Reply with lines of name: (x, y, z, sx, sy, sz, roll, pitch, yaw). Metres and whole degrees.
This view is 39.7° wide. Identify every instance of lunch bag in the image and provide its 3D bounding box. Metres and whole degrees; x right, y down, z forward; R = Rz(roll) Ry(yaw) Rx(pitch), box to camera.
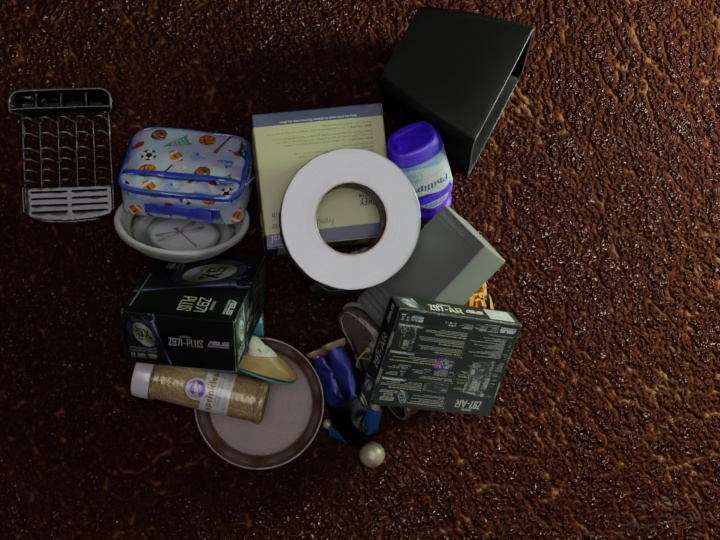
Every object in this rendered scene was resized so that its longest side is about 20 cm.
lunch bag: (-0.255, -0.140, 1.497, 0.199, 0.076, 0.161, 5, 44, 1)

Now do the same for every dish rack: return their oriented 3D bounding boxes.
dish rack: (-0.451, -0.174, 1.525, 0.153, 0.055, 0.201, -3, 87, -6)

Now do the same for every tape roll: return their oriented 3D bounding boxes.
tape roll: (-0.017, -0.072, 1.428, 0.199, 0.066, 0.201, 0, 89, -6)

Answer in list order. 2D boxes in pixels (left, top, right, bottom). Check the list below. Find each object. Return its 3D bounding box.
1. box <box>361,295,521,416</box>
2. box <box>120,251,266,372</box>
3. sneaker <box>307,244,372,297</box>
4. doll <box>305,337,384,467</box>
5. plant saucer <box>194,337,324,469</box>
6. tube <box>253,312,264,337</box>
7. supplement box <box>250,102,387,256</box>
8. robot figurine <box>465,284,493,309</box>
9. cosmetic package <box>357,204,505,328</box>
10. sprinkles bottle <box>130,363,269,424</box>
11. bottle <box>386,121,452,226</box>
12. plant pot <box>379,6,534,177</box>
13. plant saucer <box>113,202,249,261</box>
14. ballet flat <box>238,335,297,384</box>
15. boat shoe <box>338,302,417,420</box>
box: (0.119, 0.128, 1.461, 0.199, 0.044, 0.161, 8, 113, -20)
box: (-0.235, 0.052, 1.444, 0.163, 0.200, 0.086, 5, 118, 6)
sneaker: (0.000, 0.000, 1.562, 0.199, 0.090, 0.067, -11, 81, -33)
doll: (-0.014, 0.207, 1.530, 0.048, 0.136, 0.201, -15, 81, -47)
plant saucer: (-0.156, 0.204, 1.540, 0.199, 0.034, 0.201, 0, 85, -2)
tube: (-0.249, 0.082, 1.541, 0.199, 0.050, 0.078, -3, 80, -2)
supplement box: (-0.060, -0.136, 1.528, 0.199, 0.134, 0.201, -7, 87, -7)
robot figurine: (0.153, 0.102, 1.562, 0.144, 0.058, 0.201, 2, 77, -21)
cosmetic package: (0.107, 0.014, 1.499, 0.200, 0.090, 0.107, -50, 56, 10)
sprinkles bottle: (-0.238, 0.175, 1.491, 0.199, 0.068, 0.069, 13, 85, 0)
bottle: (0.098, -0.136, 1.521, 0.083, 0.200, 0.065, -25, 52, -3)
plant pot: (0.138, -0.292, 1.540, 0.177, 0.200, 0.200, 28, 84, 7)
plant saucer: (-0.266, -0.060, 1.495, 0.199, 0.200, 0.050, 1, 124, -7)
ballet flat: (-0.187, 0.120, 1.493, 0.199, 0.069, 0.063, 13, 95, -1)
boat shoe: (0.028, 0.141, 1.548, 0.200, 0.072, 0.060, 54, 47, -5)
